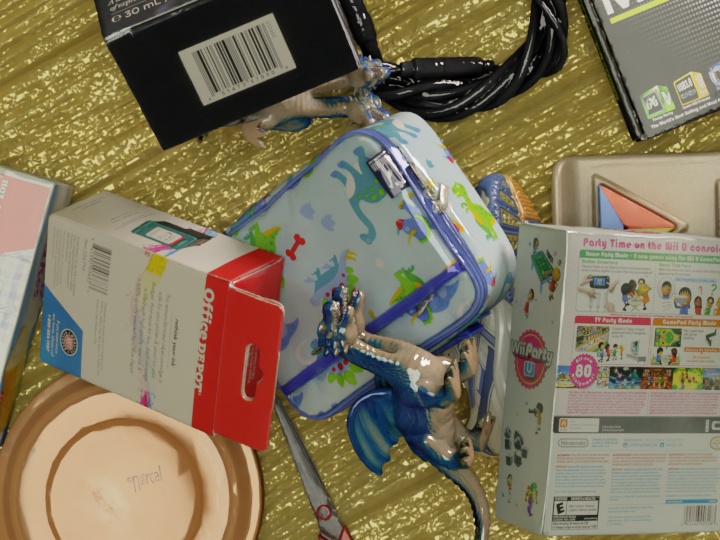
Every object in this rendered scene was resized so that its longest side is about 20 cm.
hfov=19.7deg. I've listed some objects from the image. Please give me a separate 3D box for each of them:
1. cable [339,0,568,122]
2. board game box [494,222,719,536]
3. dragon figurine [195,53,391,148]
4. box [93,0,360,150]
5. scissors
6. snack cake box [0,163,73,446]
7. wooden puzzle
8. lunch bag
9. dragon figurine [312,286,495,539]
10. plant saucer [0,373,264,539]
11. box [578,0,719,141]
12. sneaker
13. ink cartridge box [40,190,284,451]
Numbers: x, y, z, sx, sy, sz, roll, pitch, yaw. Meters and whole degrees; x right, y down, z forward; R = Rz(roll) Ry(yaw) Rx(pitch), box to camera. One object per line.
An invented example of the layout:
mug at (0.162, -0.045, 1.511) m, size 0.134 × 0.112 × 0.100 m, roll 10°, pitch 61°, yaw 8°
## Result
cable at (0.055, -0.189, 1.485) m, size 0.199 × 0.051 × 0.164 m, roll 31°, pitch 92°, yaw 2°
board game box at (0.175, 0.074, 1.403) m, size 0.146 × 0.064 × 0.202 m, roll 3°, pitch 94°, yaw -28°
dragon figurine at (-0.069, -0.125, 1.479) m, size 0.199 × 0.099 × 0.059 m, roll 7°, pitch 105°, yaw 41°
box at (-0.102, -0.205, 1.414) m, size 0.147 × 0.201 × 0.107 m, roll -23°, pitch 134°, yaw 3°
scissors at (-0.016, 0.185, 1.511) m, size 0.072 × 0.014 × 0.202 m, roll -9°, pitch 89°, yaw 5°
snack cake box at (-0.292, 0.018, 1.496) m, size 0.114 × 0.067 × 0.202 m, roll 16°, pitch 91°, yaw 5°
wooden puzzle at (0.237, 0.008, 1.479) m, size 0.198 × 0.046 × 0.187 m, roll -2°, pitch 90°, yaw 3°
lunch bag at (0.000, 0.000, 1.434) m, size 0.199 × 0.082 × 0.161 m, roll -34°, pitch 89°, yaw 34°
dragon figurine at (0.031, 0.097, 1.377) m, size 0.099 × 0.059 × 0.201 m, roll -1°, pitch 120°, yaw 26°
plant saucer at (-0.169, 0.165, 1.508) m, size 0.198 × 0.032 × 0.202 m, roll 0°, pitch 90°, yaw 2°
box at (0.252, -0.216, 1.477) m, size 0.198 × 0.048 × 0.195 m, roll -21°, pitch 92°, yaw 2°
sneaker at (0.090, 0.033, 1.472) m, size 0.088 × 0.075 × 0.202 m, roll -19°, pitch 70°, yaw 38°
ink cartridge box at (-0.123, 0.034, 1.433) m, size 0.199 × 0.067 × 0.117 m, roll 21°, pitch 117°, yaw 27°
